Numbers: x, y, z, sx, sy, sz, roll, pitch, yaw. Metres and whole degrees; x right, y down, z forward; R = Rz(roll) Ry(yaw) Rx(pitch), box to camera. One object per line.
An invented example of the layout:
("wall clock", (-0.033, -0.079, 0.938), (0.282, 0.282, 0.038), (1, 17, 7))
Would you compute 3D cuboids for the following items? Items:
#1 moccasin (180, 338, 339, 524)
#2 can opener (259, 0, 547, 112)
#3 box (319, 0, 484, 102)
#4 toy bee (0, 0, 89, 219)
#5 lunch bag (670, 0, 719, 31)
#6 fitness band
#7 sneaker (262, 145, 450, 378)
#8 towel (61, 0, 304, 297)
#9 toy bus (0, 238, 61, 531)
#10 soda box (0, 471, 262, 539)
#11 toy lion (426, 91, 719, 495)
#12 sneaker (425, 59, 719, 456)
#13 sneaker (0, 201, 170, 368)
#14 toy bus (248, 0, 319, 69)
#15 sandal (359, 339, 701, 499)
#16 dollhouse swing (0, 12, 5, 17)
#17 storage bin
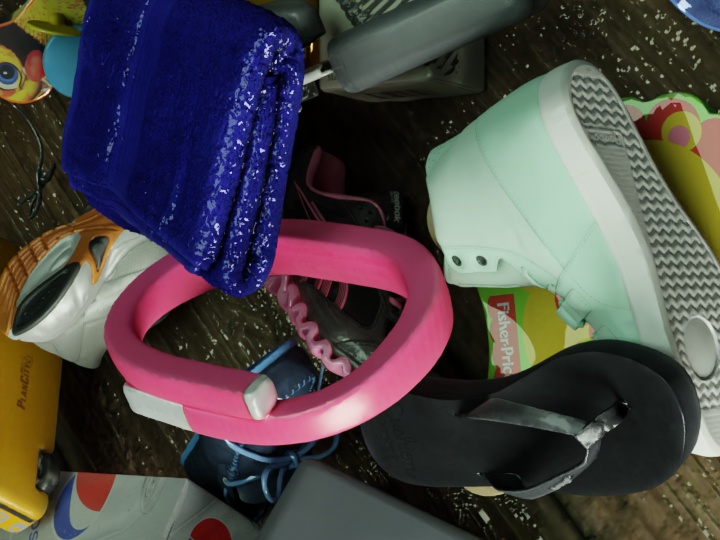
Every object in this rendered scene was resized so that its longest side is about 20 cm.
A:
("moccasin", (-0.052, 0.098, 0.899), (0.068, 0.080, 0.200), (53, 160, 11))
("can opener", (0.002, -0.126, 0.824), (0.198, 0.053, 0.067), (-15, 101, 29))
("box", (0.024, -0.201, 0.889), (0.081, 0.068, 0.202), (-3, 88, 32))
("toy bee", (-0.211, -0.149, 1.013), (0.202, 0.108, 0.131), (-65, 17, -9))
("lunch bag", (0.180, -0.211, 0.742), (0.132, 0.135, 0.201), (-46, 66, 25))
("fitness band", (-0.046, 0.025, 0.803), (0.199, 0.144, 0.038), (10, 133, 41))
("sneaker", (0.000, 0.000, 0.894), (0.095, 0.079, 0.200), (-47, 55, 7))
("towel", (-0.105, -0.082, 0.843), (0.199, 0.049, 0.149), (28, 113, 52))
("toy bus", (-0.239, 0.074, 1.004), (0.078, 0.065, 0.201), (-28, 44, 27))
("soda box", (-0.150, 0.167, 0.957), (0.199, 0.068, 0.064), (-6, 54, 50))
("toy lion", (0.137, 0.012, 0.816), (0.190, 0.068, 0.202), (-6, 85, 27))
("sneaker", (0.108, 0.007, 0.772), (0.118, 0.074, 0.202), (-23, 95, 42))
("sneaker", (-0.133, -0.017, 0.978), (0.199, 0.092, 0.076), (-38, 51, 8))
("toy bus", (-0.055, -0.207, 0.891), (0.064, 0.078, 0.202), (-1, 117, 4))
("sandal", (0.077, 0.084, 0.758), (0.199, 0.043, 0.077), (-14, 106, 42))
("dollhouse swing", (-0.345, -0.084, 1.060), (0.174, 0.199, 0.184), (-3, 87, 33))
("storage bin", (0.019, 0.200, 0.845), (0.199, 0.146, 0.135), (24, 80, 23))
